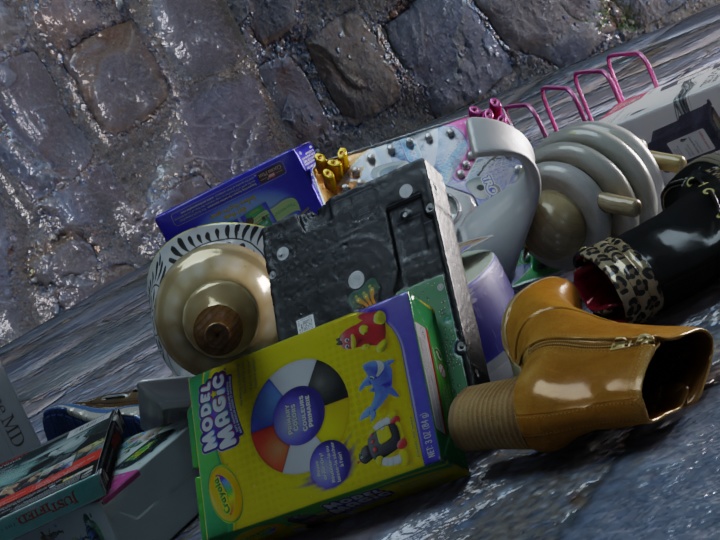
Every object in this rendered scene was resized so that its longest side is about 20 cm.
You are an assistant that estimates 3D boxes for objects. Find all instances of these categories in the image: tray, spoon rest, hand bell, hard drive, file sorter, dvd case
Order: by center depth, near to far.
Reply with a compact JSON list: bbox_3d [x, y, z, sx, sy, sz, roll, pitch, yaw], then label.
[{"bbox_3d":[0.010,0.039,0.913,0.139,0.202,0.038,-23,-29,21],"label":"hard drive"},{"bbox_3d":[-0.095,0.037,0.921,0.103,0.105,0.200,-26,5,-4],"label":"hand bell"},{"bbox_3d":[-0.254,0.166,1.025,0.145,0.022,0.200,-25,10,-3],"label":"dvd case"},{"bbox_3d":[0.112,-0.041,1.093,0.060,0.201,0.100,-5,52,-3],"label":"spoon rest"},{"bbox_3d":[-0.131,0.118,1.114,0.106,0.022,0.200,-3,-17,-9],"label":"tray"},{"bbox_3d":[0.246,-0.156,1.545,0.199,0.126,0.139,-27,9,-5],"label":"file sorter"}]

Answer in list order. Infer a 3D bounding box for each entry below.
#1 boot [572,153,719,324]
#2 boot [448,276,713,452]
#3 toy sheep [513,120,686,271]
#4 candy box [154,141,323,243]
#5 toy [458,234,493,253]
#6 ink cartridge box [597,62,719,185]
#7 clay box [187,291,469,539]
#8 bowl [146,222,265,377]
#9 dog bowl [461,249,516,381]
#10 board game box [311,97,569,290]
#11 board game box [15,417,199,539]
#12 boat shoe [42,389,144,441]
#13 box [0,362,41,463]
[{"bbox_3d":[0.228,-0.020,0.996,0.150,0.074,0.200,-26,14,-5],"label":"boot"},{"bbox_3d":[0.152,0.052,0.830,0.143,0.071,0.201,-13,18,33],"label":"boot"},{"bbox_3d":[0.202,-0.065,1.146,0.137,0.139,0.200,-17,11,43],"label":"toy sheep"},{"bbox_3d":[-0.086,-0.003,1.346,0.168,0.202,0.077,-23,6,17],"label":"candy box"},{"bbox_3d":[0.000,0.000,1.071,0.115,0.048,0.199,-31,10,-38],"label":"toy"},{"bbox_3d":[0.346,-0.152,1.370,0.199,0.085,0.145,-20,11,33],"label":"ink cartridge box"},{"bbox_3d":[-0.036,0.104,0.864,0.199,0.116,0.048,-22,-28,21],"label":"clay box"},{"bbox_3d":[-0.109,0.063,1.200,0.199,0.201,0.095,-21,34,30],"label":"bowl"},{"bbox_3d":[0.032,0.062,1.037,0.199,0.079,0.200,-26,9,4],"label":"dog bowl"},{"bbox_3d":[0.072,-0.057,1.240,0.198,0.201,0.026,-18,-33,-4],"label":"board game box"},{"bbox_3d":[-0.220,0.192,1.051,0.199,0.065,0.147,-21,9,32],"label":"board game box"},{"bbox_3d":[-0.238,0.157,1.322,0.199,0.073,0.072,-3,17,44],"label":"boat shoe"},{"bbox_3d":[-0.410,0.177,1.230,0.171,0.201,0.199,-31,12,-36],"label":"box"}]
